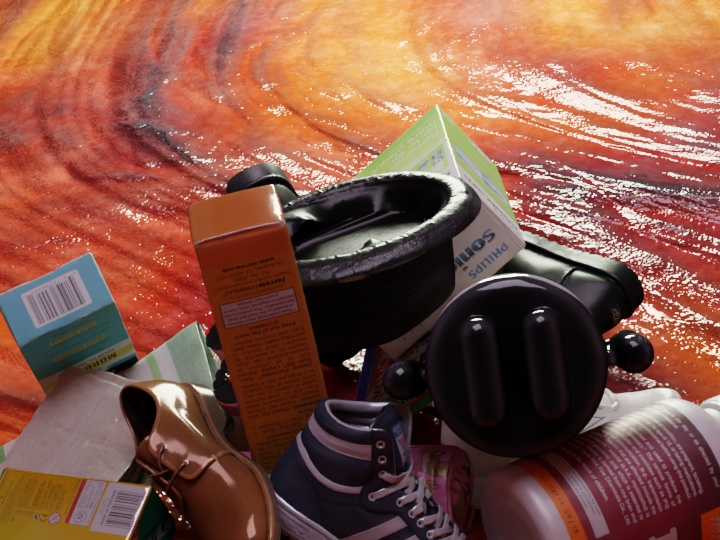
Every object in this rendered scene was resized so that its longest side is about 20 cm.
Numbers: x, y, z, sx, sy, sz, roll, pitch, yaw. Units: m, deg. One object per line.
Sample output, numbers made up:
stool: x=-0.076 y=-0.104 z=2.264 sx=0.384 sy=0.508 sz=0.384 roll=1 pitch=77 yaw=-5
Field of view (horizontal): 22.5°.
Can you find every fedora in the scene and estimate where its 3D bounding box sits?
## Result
fedora: x=0.000 y=0.000 z=1.363 sx=0.200 sy=0.092 sz=0.201 roll=-12 pitch=23 yaw=5

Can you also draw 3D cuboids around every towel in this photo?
towel: x=-0.196 y=0.132 z=1.413 sx=0.200 sy=0.023 sz=0.153 roll=-34 pitch=33 yaw=4
towel: x=-0.223 y=0.163 z=1.349 sx=0.132 sy=0.035 sz=0.200 roll=12 pitch=60 yaw=43

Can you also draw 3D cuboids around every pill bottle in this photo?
pill bottle: x=0.194 y=0.157 z=1.257 sx=0.200 sy=0.113 sz=0.113 roll=-20 pitch=31 yaw=-20

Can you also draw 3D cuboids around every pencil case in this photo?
pencil case: x=-0.018 y=0.169 z=1.317 sx=0.199 sy=0.087 sz=0.083 roll=-2 pitch=9 yaw=12

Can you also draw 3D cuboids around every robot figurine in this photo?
robot figurine: x=0.108 y=0.065 z=1.240 sx=0.150 sy=0.125 sz=0.200 roll=31 pitch=3 yaw=5

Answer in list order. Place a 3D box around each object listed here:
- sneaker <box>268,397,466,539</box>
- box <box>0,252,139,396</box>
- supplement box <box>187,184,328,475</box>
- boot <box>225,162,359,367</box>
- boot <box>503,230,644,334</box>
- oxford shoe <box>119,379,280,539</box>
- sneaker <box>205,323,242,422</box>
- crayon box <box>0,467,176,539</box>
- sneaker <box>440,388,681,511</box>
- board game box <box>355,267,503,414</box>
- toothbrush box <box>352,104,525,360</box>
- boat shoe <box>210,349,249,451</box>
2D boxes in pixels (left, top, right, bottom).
sneaker: x=0.036 y=0.162 z=1.223 sx=0.200 sy=0.109 sz=0.070 roll=29 pitch=18 yaw=5
box: x=-0.228 y=0.060 z=1.455 sx=0.082 sy=0.200 sz=0.049 roll=-26 pitch=69 yaw=-8
supplement box: x=-0.065 y=0.047 z=1.251 sx=0.069 sy=0.200 sz=0.067 roll=-16 pitch=28 yaw=-2
boot: x=-0.044 y=0.014 z=1.602 sx=0.076 sy=0.200 sz=0.168 roll=-26 pitch=63 yaw=6
boot: x=0.126 y=0.044 z=1.530 sx=0.198 sy=0.074 sz=0.162 roll=14 pitch=43 yaw=44
oxford shoe: x=-0.116 y=0.144 z=1.243 sx=0.071 sy=0.071 sz=0.200 roll=16 pitch=21 yaw=-37
sneaker: x=-0.070 y=0.081 z=1.416 sx=0.074 sy=0.087 sz=0.200 roll=-32 pitch=22 yaw=13
crayon box: x=-0.215 y=0.234 z=1.211 sx=0.118 sy=0.058 sz=0.200 roll=4 pitch=53 yaw=21
sneaker: x=0.153 y=0.118 z=1.364 sx=0.199 sy=0.087 sz=0.075 roll=-14 pitch=22 yaw=-13
board game box: x=0.059 y=0.045 z=1.505 sx=0.134 sy=0.029 sz=0.200 roll=-37 pitch=20 yaw=24
toothbrush box: x=0.047 y=-0.037 z=1.523 sx=0.146 sy=0.086 sz=0.200 roll=-41 pitch=20 yaw=13
boat shoe: x=-0.095 y=0.105 z=1.468 sx=0.069 sy=0.074 sz=0.200 roll=-12 pitch=28 yaw=6
